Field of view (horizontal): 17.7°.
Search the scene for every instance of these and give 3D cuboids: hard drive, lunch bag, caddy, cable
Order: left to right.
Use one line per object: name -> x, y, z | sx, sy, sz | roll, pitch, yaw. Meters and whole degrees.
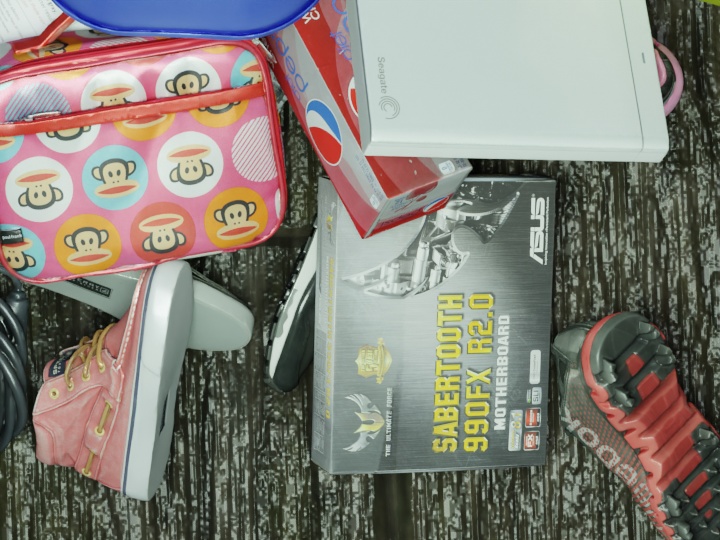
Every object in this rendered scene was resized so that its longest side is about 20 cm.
cable -> -0.319, 0.060, 1.624 | 0.199, 0.051, 0.164 | 2, 108, 20
lunch bag -> -0.152, -0.092, 1.495 | 0.199, 0.082, 0.177 | -10, 114, -9
caddy -> -0.110, -0.218, 1.439 | 0.199, 0.105, 0.142 | 3, 70, -2
hard drive -> 0.094, -0.134, 1.486 | 0.199, 0.027, 0.132 | 0, 66, -15

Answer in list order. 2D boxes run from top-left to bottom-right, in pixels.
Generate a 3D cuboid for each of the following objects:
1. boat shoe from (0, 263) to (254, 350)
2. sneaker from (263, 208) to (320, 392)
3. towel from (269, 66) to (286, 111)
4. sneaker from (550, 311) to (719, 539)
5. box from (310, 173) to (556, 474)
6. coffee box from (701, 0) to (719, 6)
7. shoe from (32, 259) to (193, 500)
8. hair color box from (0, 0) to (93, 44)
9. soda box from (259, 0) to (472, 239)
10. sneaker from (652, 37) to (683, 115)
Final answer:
boat shoe -> -0.162, -0.007, 1.606 | 0.200, 0.071, 0.064 | 24, 55, -10
sneaker -> 0.000, 0.000, 1.596 | 0.087, 0.076, 0.200 | 23, 92, -2
towel -> -0.126, -0.155, 1.595 | 0.165, 0.086, 0.200 | 31, 93, 2
sneaker -> 0.191, 0.111, 1.583 | 0.071, 0.098, 0.201 | -40, 113, -23
box -> 0.049, 0.034, 1.565 | 0.158, 0.048, 0.201 | 0, 97, -19
coffee box -> 0.262, -0.276, 1.508 | 0.200, 0.200, 0.198 | 16, 92, 2
shoe -> -0.172, 0.068, 1.575 | 0.091, 0.072, 0.200 | 16, 127, 7
hair color box -> -0.168, -0.220, 1.523 | 0.200, 0.064, 0.111 | -30, 92, 5
soda box -> -0.009, -0.126, 1.505 | 0.070, 0.063, 0.200 | -21, 73, -24
sneaker -> 0.128, -0.161, 1.573 | 0.200, 0.095, 0.079 | 22, 94, 5
